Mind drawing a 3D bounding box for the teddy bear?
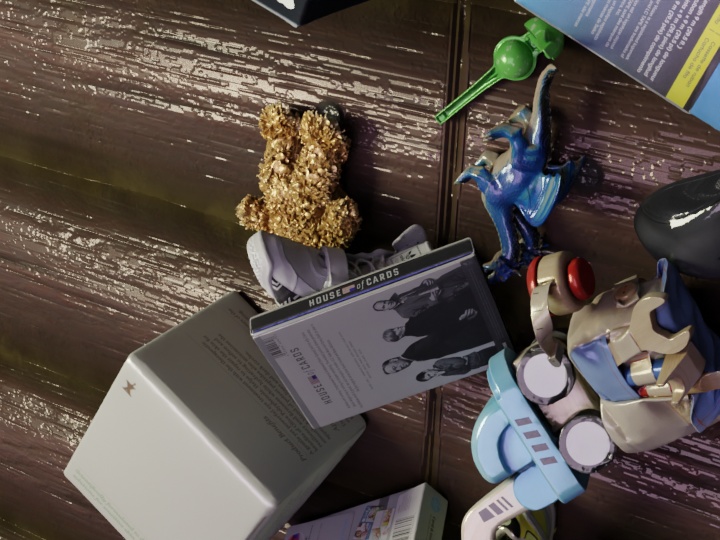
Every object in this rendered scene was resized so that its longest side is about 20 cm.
[{"bbox_3d":[-0.057,-0.054,1.153,0.144,0.067,0.202,29,123,22],"label":"teddy bear"}]

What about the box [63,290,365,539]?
[{"bbox_3d":[-0.145,0.175,1.244,0.199,0.171,0.201,43,127,9],"label":"box"}]

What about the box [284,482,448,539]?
[{"bbox_3d":[-0.011,0.305,1.226,0.198,0.157,0.041,-25,126,37],"label":"box"}]

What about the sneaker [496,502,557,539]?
[{"bbox_3d":[0.141,0.292,1.169,0.074,0.076,0.203,5,113,29],"label":"sneaker"}]

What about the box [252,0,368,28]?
[{"bbox_3d":[-0.021,-0.312,0.966,0.106,0.148,0.202,32,124,17],"label":"box"}]

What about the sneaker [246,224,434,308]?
[{"bbox_3d":[0.000,0.000,1.089,0.115,0.076,0.199,-41,127,19],"label":"sneaker"}]

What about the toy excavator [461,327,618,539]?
[{"bbox_3d":[0.134,0.175,1.066,0.199,0.100,0.196,-33,88,17],"label":"toy excavator"}]

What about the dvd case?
[{"bbox_3d":[0.023,0.059,1.077,0.197,0.025,0.151,-19,137,8],"label":"dvd case"}]

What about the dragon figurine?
[{"bbox_3d":[0.142,-0.077,1.018,0.099,0.059,0.201,41,130,9],"label":"dragon figurine"}]

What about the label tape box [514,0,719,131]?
[{"bbox_3d":[0.229,-0.211,0.903,0.199,0.066,0.144,35,125,13],"label":"label tape box"}]

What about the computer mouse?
[{"bbox_3d":[0.285,-0.041,0.916,0.138,0.053,0.199,33,141,-29],"label":"computer mouse"}]

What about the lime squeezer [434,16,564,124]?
[{"bbox_3d":[0.124,-0.161,0.993,0.037,0.071,0.200,32,163,-14],"label":"lime squeezer"}]

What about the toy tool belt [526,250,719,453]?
[{"bbox_3d":[0.226,0.048,0.953,0.122,0.126,0.200,-16,128,37],"label":"toy tool belt"}]
